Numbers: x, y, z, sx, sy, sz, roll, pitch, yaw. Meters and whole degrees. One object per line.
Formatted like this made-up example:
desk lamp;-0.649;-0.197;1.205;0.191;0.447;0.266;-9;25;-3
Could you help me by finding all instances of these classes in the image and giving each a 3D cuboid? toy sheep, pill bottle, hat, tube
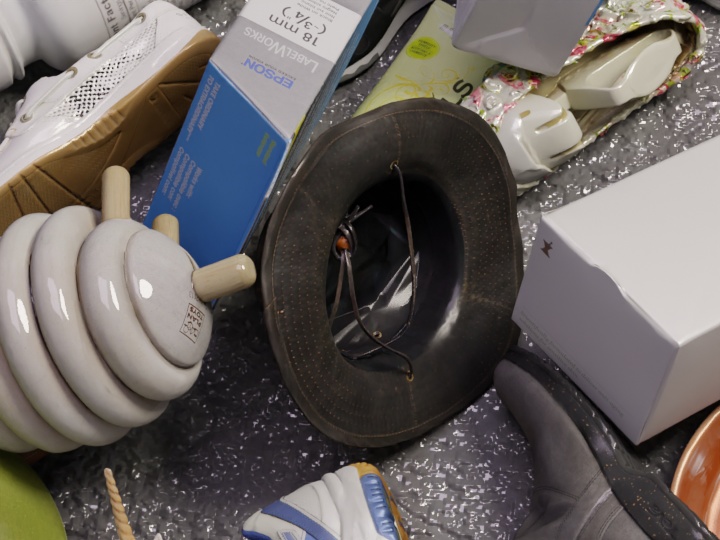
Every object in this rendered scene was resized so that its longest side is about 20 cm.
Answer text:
toy sheep;-0.144;0.026;1.130;0.200;0.138;0.138;-23;55;23
pill bottle;-0.172;-0.187;1.333;0.200;0.114;0.114;-31;60;-12
hat;0.000;0.000;1.185;0.081;0.201;0.201;5;54;45
tube;0.020;-0.079;1.282;0.058;0.052;0.200;48;64;-17

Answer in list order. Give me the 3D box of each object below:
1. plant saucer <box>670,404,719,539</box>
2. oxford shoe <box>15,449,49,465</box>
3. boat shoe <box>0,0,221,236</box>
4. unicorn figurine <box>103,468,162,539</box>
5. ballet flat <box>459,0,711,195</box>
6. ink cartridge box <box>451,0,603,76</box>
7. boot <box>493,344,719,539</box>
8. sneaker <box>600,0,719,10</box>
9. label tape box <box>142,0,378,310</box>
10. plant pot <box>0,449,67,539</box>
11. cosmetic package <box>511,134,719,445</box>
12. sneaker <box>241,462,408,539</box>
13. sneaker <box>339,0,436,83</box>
plant saucer;0.257;0.138;1.127;0.200;0.032;0.201;-3;59;5
oxford shoe;-0.237;0.033;1.233;0.071;0.071;0.200;-38;63;-11
boat shoe;-0.171;-0.082;1.292;0.200;0.071;0.069;-40;59;-11
unicorn figurine;-0.096;0.220;1.105;0.200;0.074;0.137;35;58;10
ballet flat;0.120;-0.099;1.261;0.200;0.076;0.064;-39;29;-16
ink cartridge box;0.108;-0.227;1.239;0.067;0.116;0.200;14;57;-10
boot;0.091;0.134;1.127;0.132;0.070;0.200;-44;41;4
sneaker;0.174;-0.200;1.314;0.200;0.087;0.075;-5;60;6
label tape box;-0.063;-0.076;1.202;0.063;0.144;0.200;27;47;-1
plant pot;-0.264;0.136;1.074;0.187;0.200;0.187;-5;68;12
cosmetic package;0.192;-0.005;1.157;0.200;0.085;0.108;-24;56;-30
sneaker;-0.004;0.195;1.108;0.088;0.075;0.200;-20;49;3
sneaker;0.010;-0.193;1.328;0.200;0.088;0.076;-38;62;-16
